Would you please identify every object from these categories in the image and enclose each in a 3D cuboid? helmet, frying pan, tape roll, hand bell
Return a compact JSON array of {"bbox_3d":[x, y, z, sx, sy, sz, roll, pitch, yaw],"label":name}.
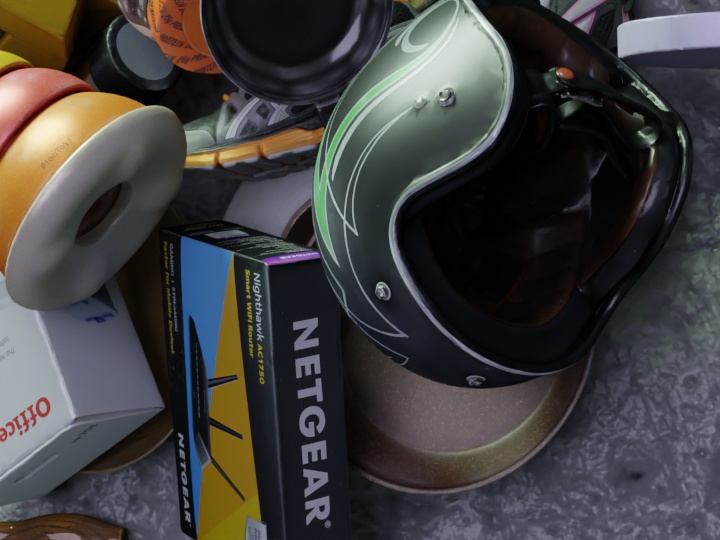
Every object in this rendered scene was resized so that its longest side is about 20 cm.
[{"bbox_3d":[0.065,-0.039,1.038,0.200,0.199,0.191,43,113,23],"label":"helmet"},{"bbox_3d":[-0.014,-0.128,1.113,0.115,0.190,0.031,-42,23,0],"label":"frying pan"},{"bbox_3d":[0.000,0.000,1.220,0.201,0.037,0.205,-4,81,23],"label":"tape roll"},{"bbox_3d":[-0.254,0.178,1.288,0.198,0.104,0.105,0,81,10],"label":"hand bell"}]

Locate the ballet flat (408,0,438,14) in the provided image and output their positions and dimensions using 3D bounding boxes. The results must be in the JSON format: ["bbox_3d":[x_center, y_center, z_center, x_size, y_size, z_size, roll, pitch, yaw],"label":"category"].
[{"bbox_3d":[0.026,-0.185,1.199,0.200,0.070,0.071,-39,68,28],"label":"ballet flat"}]

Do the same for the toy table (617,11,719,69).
[{"bbox_3d":[0.246,-0.177,1.074,0.198,0.184,0.118,0,90,-14],"label":"toy table"}]

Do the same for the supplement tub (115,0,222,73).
[{"bbox_3d":[-0.112,-0.225,1.189,0.122,0.122,0.201,-36,54,14],"label":"supplement tub"}]

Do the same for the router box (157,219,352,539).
[{"bbox_3d":[-0.065,0.078,1.153,0.149,0.051,0.202,16,113,58],"label":"router box"}]

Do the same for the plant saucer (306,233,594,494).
[{"bbox_3d":[0.050,0.035,1.153,0.199,0.037,0.202,-3,81,22],"label":"plant saucer"}]

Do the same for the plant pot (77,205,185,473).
[{"bbox_3d":[-0.175,0.035,1.282,0.199,0.027,0.202,-2,85,31],"label":"plant pot"}]

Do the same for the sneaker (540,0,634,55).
[{"bbox_3d":[0.136,-0.172,1.178,0.086,0.080,0.201,28,83,-9],"label":"sneaker"}]

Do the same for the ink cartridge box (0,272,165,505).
[{"bbox_3d":[-0.231,0.035,1.239,0.146,0.086,0.201,-35,72,35],"label":"ink cartridge box"}]

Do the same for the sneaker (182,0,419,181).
[{"bbox_3d":[-0.037,-0.107,1.187,0.199,0.078,0.078,-17,84,17],"label":"sneaker"}]

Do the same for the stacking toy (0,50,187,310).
[{"bbox_3d":[-0.216,-0.087,1.151,0.200,0.146,0.146,40,98,15],"label":"stacking toy"}]

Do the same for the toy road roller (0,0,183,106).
[{"bbox_3d":[-0.209,-0.174,1.261,0.123,0.199,0.147,-37,36,48],"label":"toy road roller"}]
